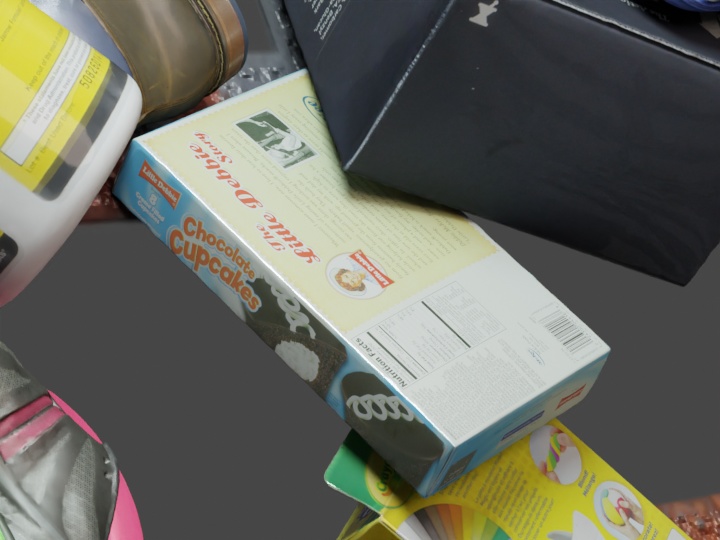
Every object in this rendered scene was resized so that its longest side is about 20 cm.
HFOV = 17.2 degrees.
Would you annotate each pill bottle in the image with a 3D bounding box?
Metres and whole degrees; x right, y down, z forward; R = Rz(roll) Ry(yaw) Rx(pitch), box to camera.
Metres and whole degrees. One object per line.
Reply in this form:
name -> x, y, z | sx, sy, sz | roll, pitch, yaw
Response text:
pill bottle -> -0.192, -0.082, 0.927 | 0.199, 0.112, 0.112 | 36, 46, -14

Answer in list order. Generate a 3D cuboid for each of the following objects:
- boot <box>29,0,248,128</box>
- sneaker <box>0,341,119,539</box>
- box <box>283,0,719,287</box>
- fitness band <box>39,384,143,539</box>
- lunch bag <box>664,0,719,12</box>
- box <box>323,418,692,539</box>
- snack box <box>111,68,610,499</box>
boot -> -0.139, -0.144, 1.036 | 0.200, 0.075, 0.097 | 48, 42, -5
sneaker -> -0.135, 0.070, 0.866 | 0.083, 0.077, 0.201 | 4, 63, -48
box -> 0.077, -0.119, 1.117 | 0.196, 0.118, 0.201 | 18, 31, -28
fitness band -> -0.151, 0.124, 0.883 | 0.143, 0.037, 0.201 | 36, 45, -10
lunch bag -> 0.153, -0.183, 1.098 | 0.160, 0.076, 0.199 | 47, 30, 18
box -> 0.072, 0.125, 1.045 | 0.200, 0.048, 0.118 | 43, 45, -9
snack box -> 0.000, 0.000, 1.037 | 0.200, 0.037, 0.116 | 44, 42, 19
